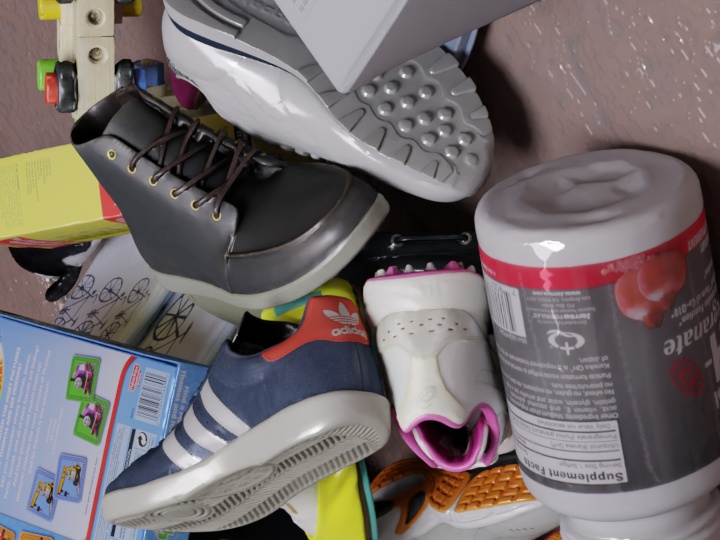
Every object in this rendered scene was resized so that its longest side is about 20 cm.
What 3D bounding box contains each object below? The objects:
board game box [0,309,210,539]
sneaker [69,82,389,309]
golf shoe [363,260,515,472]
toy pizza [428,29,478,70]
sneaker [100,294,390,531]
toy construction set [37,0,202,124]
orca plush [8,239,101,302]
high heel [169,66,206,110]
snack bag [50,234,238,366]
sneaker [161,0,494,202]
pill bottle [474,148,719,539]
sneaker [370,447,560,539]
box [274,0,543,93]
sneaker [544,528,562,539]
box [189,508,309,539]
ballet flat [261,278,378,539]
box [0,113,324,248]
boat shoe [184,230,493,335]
[{"bbox_3d":[-0.165,0.109,1.628,0.199,0.036,0.152,13,92,46],"label":"board game box"},{"bbox_3d":[-0.075,-0.042,1.515,0.200,0.075,0.106,-4,131,53],"label":"sneaker"},{"bbox_3d":[0.046,0.068,1.487,0.200,0.075,0.092,53,-149,-63],"label":"golf shoe"},{"bbox_3d":[-0.019,-0.169,1.530,0.199,0.032,0.201,17,123,28],"label":"toy pizza"},{"bbox_3d":[-0.060,0.071,1.479,0.200,0.075,0.085,-27,62,41],"label":"sneaker"},{"bbox_3d":[-0.150,-0.153,1.684,0.131,0.092,0.201,-122,17,-69],"label":"toy construction set"},{"bbox_3d":[-0.201,-0.045,1.838,0.106,0.071,0.200,-66,14,3],"label":"orca plush"},{"bbox_3d":[-0.106,-0.186,1.617,0.096,0.067,0.201,17,118,11],"label":"high heel"},{"bbox_3d":[-0.120,0.024,1.705,0.021,0.189,0.200,45,156,-26],"label":"snack bag"},{"bbox_3d":[-0.017,-0.089,1.515,0.200,0.076,0.081,34,144,20],"label":"sneaker"},{"bbox_3d":[0.124,0.052,1.435,0.110,0.110,0.201,16,125,49],"label":"pill bottle"},{"bbox_3d":[0.073,0.143,1.626,0.092,0.076,0.200,49,148,-14],"label":"sneaker"},{"bbox_3d":[0.010,-0.211,1.377,0.200,0.152,0.106,55,146,13],"label":"box"},{"bbox_3d":[0.176,0.197,1.515,0.200,0.077,0.073,44,125,4],"label":"sneaker"},{"bbox_3d":[-0.107,0.176,1.746,0.196,0.199,0.125,2,84,55],"label":"box"},{"bbox_3d":[-0.027,0.086,1.560,0.067,0.067,0.201,-113,17,-46],"label":"ballet flat"},{"bbox_3d":[-0.121,-0.051,1.673,0.199,0.075,0.050,-8,84,31],"label":"box"},{"bbox_3d":[-0.001,-0.001,1.575,0.198,0.066,0.074,1,156,34],"label":"boat shoe"}]
